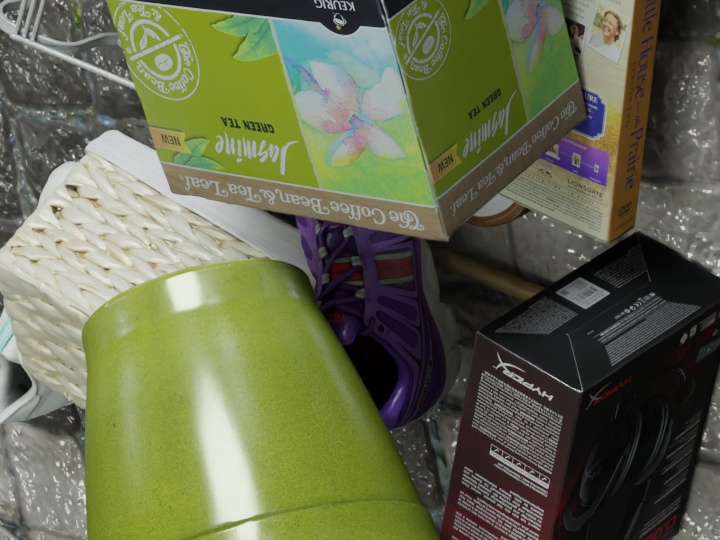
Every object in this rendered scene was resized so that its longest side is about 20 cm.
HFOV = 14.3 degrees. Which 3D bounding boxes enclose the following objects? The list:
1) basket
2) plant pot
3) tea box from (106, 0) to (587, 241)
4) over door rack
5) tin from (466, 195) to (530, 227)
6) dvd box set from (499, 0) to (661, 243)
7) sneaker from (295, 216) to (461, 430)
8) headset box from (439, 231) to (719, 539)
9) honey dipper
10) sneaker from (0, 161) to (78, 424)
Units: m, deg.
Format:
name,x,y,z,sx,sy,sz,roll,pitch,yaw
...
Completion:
name,x,y,z,sx,sy,sz,roll,pitch,yaw
basket,-0.113,0.029,1.761,0.200,0.123,0.136,28,148,28
plant pot,-0.068,0.105,1.559,0.200,0.200,0.193,-37,62,47
tea box,-0.015,-0.140,1.478,0.200,0.134,0.197,10,129,41
over door rack,-0.115,-0.166,1.730,0.200,0.067,0.148,30,132,9
tin,0.070,-0.116,1.598,0.112,0.042,0.200,31,131,33
dvd box set,0.091,-0.129,1.521,0.146,0.029,0.200,25,128,32
sneaker,0.000,0.000,1.640,0.081,0.083,0.200,-11,108,35
headset box,0.121,0.101,1.587,0.077,0.149,0.200,30,129,30
honey dipper,0.051,-0.005,1.679,0.200,0.038,0.038,24,127,29
sneaker,-0.207,0.024,1.896,0.075,0.088,0.200,33,131,27
